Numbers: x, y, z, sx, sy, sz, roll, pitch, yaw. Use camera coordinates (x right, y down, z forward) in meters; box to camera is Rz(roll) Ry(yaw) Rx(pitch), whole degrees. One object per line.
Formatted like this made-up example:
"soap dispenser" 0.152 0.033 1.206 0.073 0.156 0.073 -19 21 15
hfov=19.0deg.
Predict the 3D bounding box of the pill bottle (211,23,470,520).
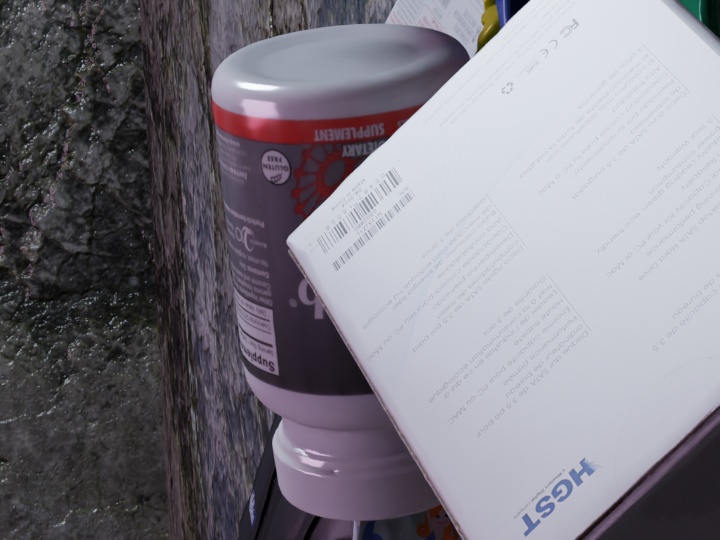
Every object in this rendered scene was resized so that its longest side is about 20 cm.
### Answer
"pill bottle" 0.000 0.000 0.962 0.116 0.115 0.202 -124 26 -68

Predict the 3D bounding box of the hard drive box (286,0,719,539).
"hard drive box" 0.082 0.008 0.676 0.077 0.156 0.200 39 -169 -37

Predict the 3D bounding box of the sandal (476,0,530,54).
"sandal" 0.076 -0.157 0.952 0.087 0.079 0.201 109 146 -54

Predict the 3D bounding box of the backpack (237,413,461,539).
"backpack" 0.014 0.125 1.137 0.178 0.149 0.201 -105 19 -50

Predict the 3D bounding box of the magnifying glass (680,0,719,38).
"magnifying glass" 0.120 -0.088 0.800 0.200 0.022 0.080 178 84 -67

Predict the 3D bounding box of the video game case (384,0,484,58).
"video game case" 0.031 -0.067 1.102 0.183 0.023 0.200 -61 24 18
